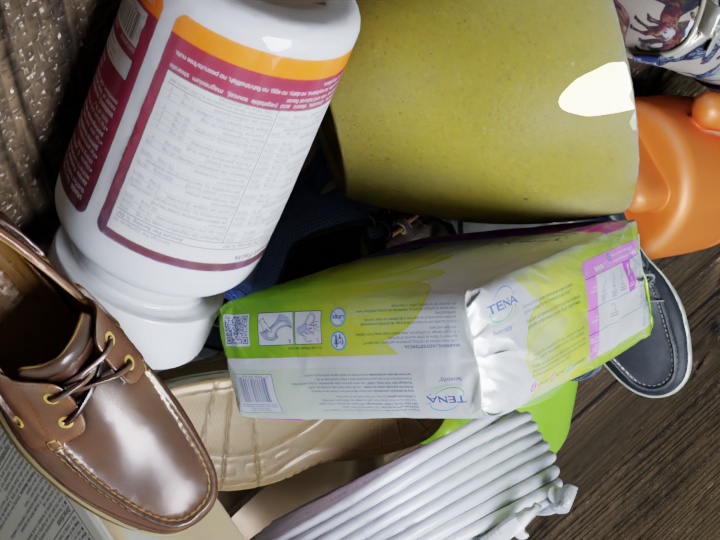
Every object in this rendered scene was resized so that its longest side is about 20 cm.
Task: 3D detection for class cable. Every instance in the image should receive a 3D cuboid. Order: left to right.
[{"bbox_3d":[0.021,0.145,1.138,0.199,0.070,0.200,-26,176,-2],"label":"cable"}]

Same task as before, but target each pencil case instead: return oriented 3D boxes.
[{"bbox_3d":[0.231,-0.165,1.324,0.078,0.089,0.199,-57,154,15],"label":"pencil case"}]

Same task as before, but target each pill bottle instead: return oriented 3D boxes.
[{"bbox_3d":[-0.084,-0.058,0.946,0.109,0.109,0.201,-14,138,-50],"label":"pill bottle"}]

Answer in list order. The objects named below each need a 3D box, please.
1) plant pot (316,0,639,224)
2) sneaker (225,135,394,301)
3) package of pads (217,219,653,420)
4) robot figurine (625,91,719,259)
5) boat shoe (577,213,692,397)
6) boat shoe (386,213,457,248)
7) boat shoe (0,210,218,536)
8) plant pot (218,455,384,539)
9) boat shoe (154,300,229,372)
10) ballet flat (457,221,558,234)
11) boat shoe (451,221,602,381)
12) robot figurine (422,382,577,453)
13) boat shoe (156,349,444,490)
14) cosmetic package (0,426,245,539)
[{"bbox_3d":[0.044,-0.106,1.026,0.141,0.201,0.201,-17,147,-7],"label":"plant pot"},{"bbox_3d":[-0.007,-0.033,1.124,0.200,0.089,0.079,-37,152,-28],"label":"sneaker"},{"bbox_3d":[0.047,0.025,0.994,0.199,0.153,0.069,-20,104,-55],"label":"package of pads"},{"bbox_3d":[0.215,-0.067,1.395,0.199,0.116,0.145,-8,118,-55],"label":"robot figurine"},{"bbox_3d":[0.160,0.004,1.296,0.074,0.201,0.062,-18,-160,22],"label":"boat shoe"},{"bbox_3d":[0.000,0.000,1.201,0.199,0.072,0.072,-25,156,-52],"label":"boat shoe"},{"bbox_3d":[-0.139,0.047,0.902,0.072,0.200,0.067,-44,-169,-16],"label":"boat shoe"},{"bbox_3d":[-0.085,0.157,1.252,0.200,0.093,0.202,-36,151,-24],"label":"plant pot"},{"bbox_3d":[-0.069,0.040,1.181,0.199,0.072,0.062,14,72,-54],"label":"boat shoe"},{"bbox_3d":[0.091,-0.087,1.171,0.046,0.067,0.202,-158,-111,-83],"label":"ballet flat"},{"bbox_3d":[0.103,-0.024,1.232,0.070,0.202,0.091,-13,171,24],"label":"boat shoe"},{"bbox_3d":[0.098,0.070,1.396,0.175,0.115,0.201,-43,154,-27],"label":"robot figurine"},{"bbox_3d":[-0.049,0.071,1.089,0.198,0.069,0.074,-3,118,-28],"label":"boat shoe"},{"bbox_3d":[-0.133,0.125,0.993,0.071,0.201,0.105,-22,160,-42],"label":"cosmetic package"}]
